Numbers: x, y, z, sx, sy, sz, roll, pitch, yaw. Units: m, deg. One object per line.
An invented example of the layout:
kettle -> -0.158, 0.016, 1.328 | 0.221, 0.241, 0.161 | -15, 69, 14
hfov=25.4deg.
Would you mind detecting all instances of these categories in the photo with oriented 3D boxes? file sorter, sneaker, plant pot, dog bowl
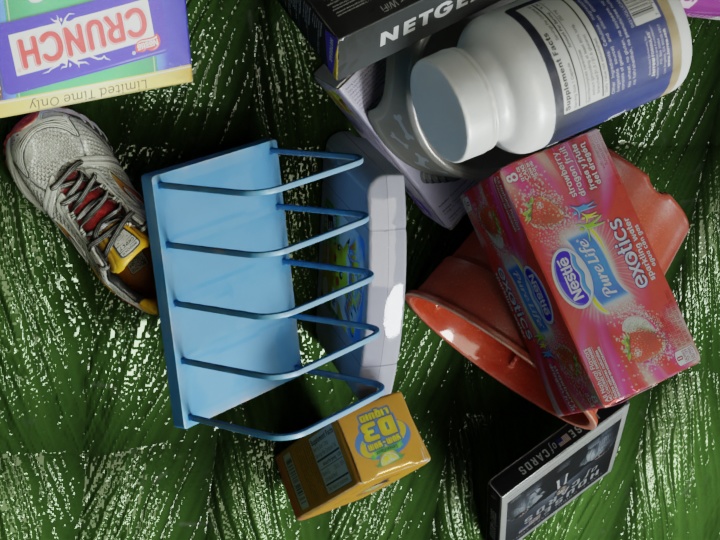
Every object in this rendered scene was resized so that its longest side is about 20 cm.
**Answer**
file sorter -> -0.066, 0.013, 1.230 | 0.138, 0.122, 0.201 | -22, 112, -47
sneaker -> -0.193, -0.045, 1.221 | 0.078, 0.082, 0.200 | -42, 125, -7
plant pot -> 0.175, 0.001, 1.398 | 0.201, 0.200, 0.196 | 41, 81, -36
dog bowl -> 0.100, -0.165, 1.293 | 0.199, 0.059, 0.201 | -12, 116, -27

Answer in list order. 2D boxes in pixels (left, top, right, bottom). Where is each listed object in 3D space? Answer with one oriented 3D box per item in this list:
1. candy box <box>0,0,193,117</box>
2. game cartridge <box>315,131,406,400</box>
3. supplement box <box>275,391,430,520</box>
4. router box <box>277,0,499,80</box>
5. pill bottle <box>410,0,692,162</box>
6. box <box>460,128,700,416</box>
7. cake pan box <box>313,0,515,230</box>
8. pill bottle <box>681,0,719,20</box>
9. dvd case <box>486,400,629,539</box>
candy box -> -0.216, -0.221, 1.133 | 0.168, 0.077, 0.201 | -15, 119, -24
game cartridge -> 0.000, 0.000, 1.321 | 0.040, 0.133, 0.201 | -6, 114, -21
supplement box -> -0.011, 0.159, 1.349 | 0.066, 0.200, 0.069 | -17, 81, -22
router box -> 0.025, -0.253, 1.209 | 0.199, 0.158, 0.052 | -27, 155, -16
pill bottle -> 0.142, -0.155, 1.218 | 0.199, 0.111, 0.112 | -23, 121, -20
box -> 0.170, 0.004, 1.255 | 0.095, 0.100, 0.201 | -23, 88, -17
cake pan box -> 0.086, -0.166, 1.349 | 0.200, 0.052, 0.184 | -46, 128, -4
pill bottle -> 0.317, -0.275, 1.397 | 0.199, 0.112, 0.113 | 0, 111, -30
dvd case -> 0.183, 0.195, 1.517 | 0.150, 0.025, 0.200 | -35, 157, -12
